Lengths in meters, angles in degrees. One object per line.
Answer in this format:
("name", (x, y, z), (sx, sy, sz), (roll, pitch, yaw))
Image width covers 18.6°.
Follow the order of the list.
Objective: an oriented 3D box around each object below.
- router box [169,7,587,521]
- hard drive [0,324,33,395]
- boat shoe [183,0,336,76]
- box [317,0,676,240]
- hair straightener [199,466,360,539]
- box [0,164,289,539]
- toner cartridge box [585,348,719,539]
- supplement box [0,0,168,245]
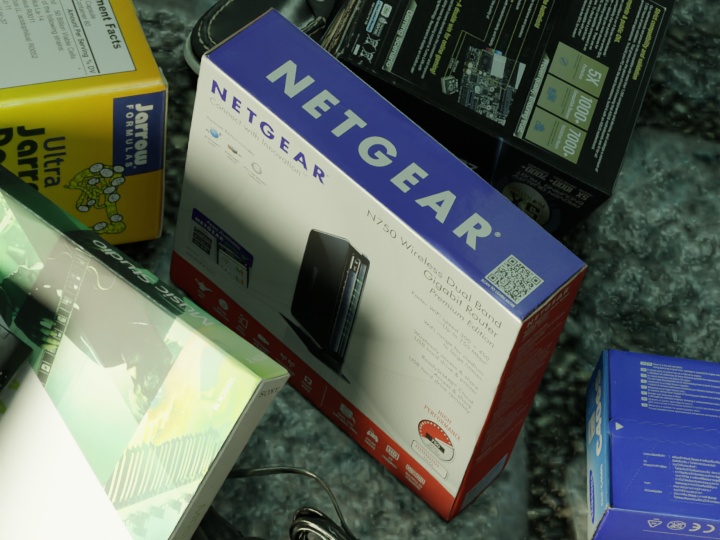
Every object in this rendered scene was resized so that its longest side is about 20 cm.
("router box", (0.000, 0.000, 1.054), (0.200, 0.180, 0.049), (40, 57, 18))
("hard drive", (-0.263, 0.074, 0.993), (0.139, 0.033, 0.200), (35, 83, 15))
("boat shoe", (-0.012, -0.165, 1.241), (0.200, 0.060, 0.074), (-25, 63, -25))
("box", (0.076, -0.141, 1.183), (0.164, 0.086, 0.200), (25, 64, -10))
("hair straightener", (0.001, 0.160, 1.035), (0.200, 0.041, 0.077), (39, 58, 22))
("box", (-0.149, 0.051, 1.022), (0.200, 0.145, 0.036), (34, 16, 13))
("toner cartridge box", (0.215, 0.100, 1.106), (0.200, 0.043, 0.095), (8, 53, -5))
("supplement box", (-0.207, -0.075, 1.104), (0.200, 0.110, 0.109), (-9, 47, -16))
